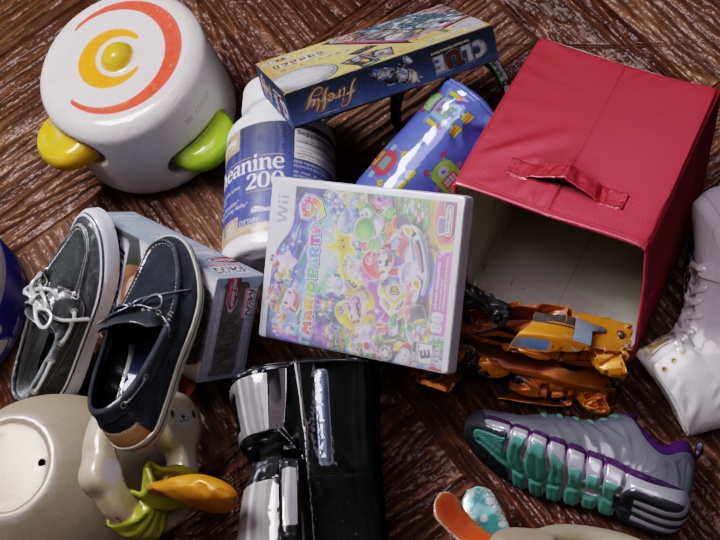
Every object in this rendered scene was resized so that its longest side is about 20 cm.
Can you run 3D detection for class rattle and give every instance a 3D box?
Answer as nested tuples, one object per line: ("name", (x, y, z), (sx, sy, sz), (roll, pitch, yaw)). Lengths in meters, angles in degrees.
("rattle", (0.151, 0.268, 0.922), (0.197, 0.145, 0.130), (7, 25, 15))
("rattle", (-0.152, 0.129, 1.003), (0.130, 0.143, 0.201), (41, 37, -10))

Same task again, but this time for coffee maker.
("coffee maker", (-0.019, 0.188, 0.985), (0.190, 0.135, 0.202), (10, 61, -25))

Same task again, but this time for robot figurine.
("robot figurine", (0.127, 0.070, 0.988), (0.197, 0.146, 0.059), (7, 57, 6))

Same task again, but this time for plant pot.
("plant pot", (-0.288, 0.194, 1.027), (0.198, 0.135, 0.203), (-6, 64, 11))

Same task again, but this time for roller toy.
("roller toy", (-0.234, -0.188, 1.196), (0.197, 0.140, 0.184), (-9, 62, 9))

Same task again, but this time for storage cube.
("storage cube", (0.198, -0.063, 1.000), (0.169, 0.201, 0.181), (20, 61, 22))

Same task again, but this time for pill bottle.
("pill bottle", (-0.079, -0.089, 1.127), (0.109, 0.111, 0.202), (-6, 63, 10))

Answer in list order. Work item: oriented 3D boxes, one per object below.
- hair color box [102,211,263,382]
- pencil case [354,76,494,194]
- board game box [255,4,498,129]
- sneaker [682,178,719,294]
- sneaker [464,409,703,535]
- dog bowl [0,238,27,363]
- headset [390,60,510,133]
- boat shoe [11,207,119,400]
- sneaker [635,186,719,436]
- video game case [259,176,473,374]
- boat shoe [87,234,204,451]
("hair color box", (-0.185, 0.020, 1.078), (0.199, 0.060, 0.100), (23, 107, 38))
("pencil case", (0.049, -0.075, 1.040), (0.201, 0.087, 0.078), (-51, 28, 3))
("board game box", (0.012, -0.193, 1.063), (0.198, 0.035, 0.136), (-20, 25, -9))
("sneaker", (0.357, -0.055, 1.034), (0.084, 0.077, 0.201), (29, 76, 14))
("sneaker", (0.191, 0.152, 0.984), (0.198, 0.075, 0.088), (21, 52, 15))
("dog bowl", (-0.448, 0.031, 1.175), (0.197, 0.079, 0.202), (-5, 63, 10))
("headset", (0.092, -0.130, 1.118), (0.122, 0.094, 0.203), (-9, 79, 9))
("boat shoe", (-0.286, 0.034, 1.083), (0.073, 0.068, 0.201), (40, 117, 33))
("sneaker", (0.284, 0.040, 0.966), (0.114, 0.074, 0.202), (-17, 92, 5))
("video game case", (0.000, 0.000, 0.976), (0.198, 0.018, 0.145), (9, 95, 34))
("boat shoe", (-0.181, 0.049, 0.956), (0.074, 0.062, 0.202), (-11, 53, 28))
